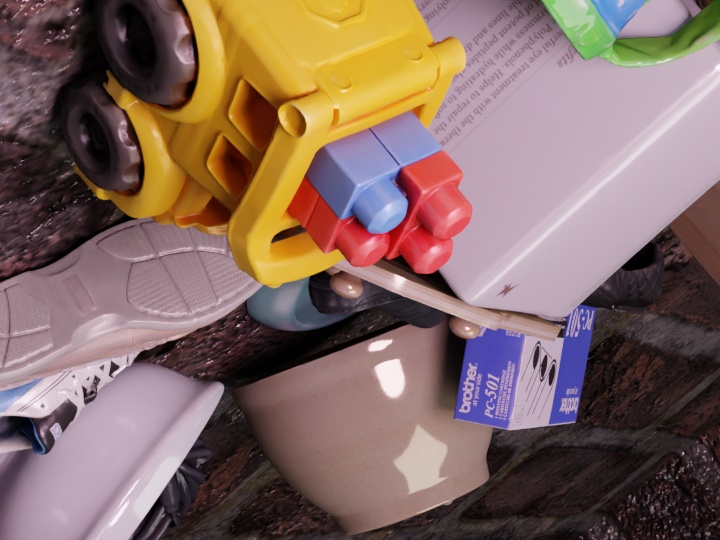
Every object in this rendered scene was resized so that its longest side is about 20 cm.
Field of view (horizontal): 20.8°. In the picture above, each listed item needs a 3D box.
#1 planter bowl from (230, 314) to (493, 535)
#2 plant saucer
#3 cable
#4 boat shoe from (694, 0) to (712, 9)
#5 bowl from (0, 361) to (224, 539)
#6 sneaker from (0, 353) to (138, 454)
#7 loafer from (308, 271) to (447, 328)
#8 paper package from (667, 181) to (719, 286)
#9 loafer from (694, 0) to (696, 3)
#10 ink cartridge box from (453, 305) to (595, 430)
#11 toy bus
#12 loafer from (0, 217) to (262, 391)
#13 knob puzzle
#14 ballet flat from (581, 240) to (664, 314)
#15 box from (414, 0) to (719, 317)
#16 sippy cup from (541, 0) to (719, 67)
[{"bbox_3d":[0.018,0.115,1.463,0.200,0.135,0.200,-20,180,0],"label":"planter bowl"},{"bbox_3d":[0.008,-0.018,1.401,0.200,0.027,0.200,-34,163,-12],"label":"plant saucer"},{"bbox_3d":[-0.185,0.172,1.484,0.163,0.051,0.200,-44,159,4],"label":"cable"},{"bbox_3d":[0.246,-0.193,1.314,0.067,0.072,0.200,-1,139,-35],"label":"boat shoe"},{"bbox_3d":[-0.180,0.129,1.255,0.201,0.090,0.201,-54,177,-4],"label":"bowl"},{"bbox_3d":[-0.179,0.065,1.177,0.200,0.073,0.072,-32,160,-20],"label":"sneaker"},{"bbox_3d":[0.040,0.007,1.342,0.200,0.068,0.071,-18,110,-50],"label":"loafer"},{"bbox_3d":[0.333,-0.093,1.563,0.200,0.191,0.104,-27,157,-31],"label":"paper package"},{"bbox_3d":[0.141,-0.122,1.297,0.072,0.073,0.200,19,100,-43],"label":"loafer"},{"bbox_3d":[0.122,0.064,1.421,0.200,0.044,0.094,9,91,-71],"label":"ink cartridge box"},{"bbox_3d":[-0.033,-0.063,0.944,0.136,0.192,0.200,-27,161,-34],"label":"toy bus"},{"bbox_3d":[-0.149,0.020,1.136,0.199,0.072,0.063,-19,165,-24],"label":"loafer"},{"bbox_3d":[0.000,0.000,1.164,0.031,0.219,0.220,-66,157,6],"label":"knob puzzle"},{"bbox_3d":[0.167,-0.003,1.400,0.200,0.066,0.057,9,94,-66],"label":"ballet flat"},{"bbox_3d":[0.114,-0.100,1.159,0.199,0.171,0.200,-42,162,14],"label":"box"},{"bbox_3d":[0.129,-0.195,0.972,0.130,0.140,0.178,-32,154,10],"label":"sippy cup"}]
